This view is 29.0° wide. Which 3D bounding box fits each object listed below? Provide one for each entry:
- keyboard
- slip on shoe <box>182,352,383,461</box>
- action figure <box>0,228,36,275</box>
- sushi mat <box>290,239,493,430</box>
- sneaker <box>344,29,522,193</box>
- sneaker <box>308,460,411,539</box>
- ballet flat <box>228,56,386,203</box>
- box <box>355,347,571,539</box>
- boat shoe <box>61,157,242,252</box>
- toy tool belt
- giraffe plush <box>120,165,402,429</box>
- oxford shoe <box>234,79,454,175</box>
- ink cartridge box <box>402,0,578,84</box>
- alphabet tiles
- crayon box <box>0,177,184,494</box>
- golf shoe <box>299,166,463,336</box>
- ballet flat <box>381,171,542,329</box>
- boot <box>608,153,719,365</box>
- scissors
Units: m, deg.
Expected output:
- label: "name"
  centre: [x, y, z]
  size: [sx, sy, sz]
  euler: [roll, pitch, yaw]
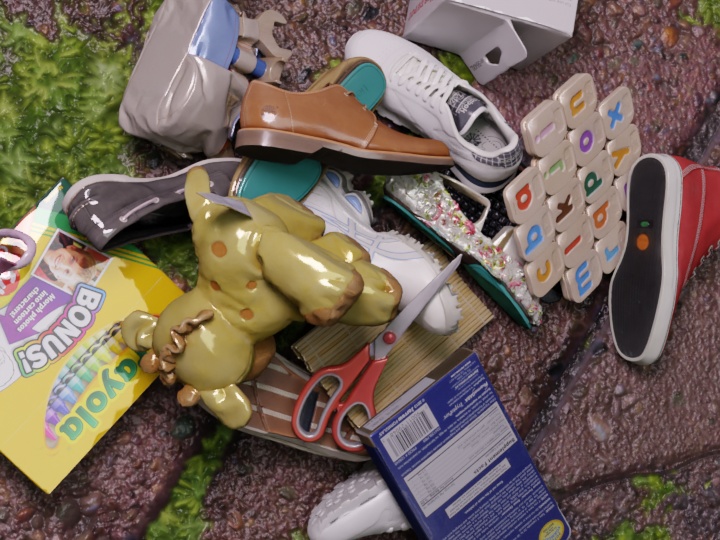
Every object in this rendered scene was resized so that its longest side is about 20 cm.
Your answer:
- label: "keyboard"
  centre: [0.130, -0.061, 1.302]
  size: [0.200, 0.040, 0.104]
  euler: [32, 77, -11]
- label: "slip on shoe"
  centre: [-0.070, 0.111, 1.203]
  size: [0.200, 0.061, 0.076]
  euler: [21, 75, -19]
- label: "action figure"
  centre: [-0.343, 0.067, 1.081]
  size: [0.149, 0.134, 0.200]
  euler: [-11, 104, -57]
- label: "sushi mat"
  centre: [0.032, 0.055, 1.237]
  size: [0.200, 0.012, 0.096]
  euler: [-37, 91, -37]
- label: "sneaker"
  centre: [0.068, -0.158, 1.260]
  size: [0.200, 0.081, 0.076]
  euler: [39, 79, 10]
- label: "sneaker"
  centre: [0.048, 0.196, 1.226]
  size: [0.200, 0.076, 0.081]
  euler: [-29, 100, -16]
- label: "ballet flat"
  centre: [-0.053, -0.112, 1.224]
  size: [0.200, 0.063, 0.069]
  euler: [-46, 118, -24]
- label: "box"
  centre: [0.091, 0.182, 1.187]
  size: [0.121, 0.032, 0.200]
  euler: [-36, 109, -20]
- label: "boat shoe"
  centre: [-0.157, -0.050, 1.173]
  size: [0.200, 0.067, 0.057]
  euler: [-12, 58, -45]
- label: "toy tool belt"
  centre: [-0.122, -0.187, 1.220]
  size: [0.123, 0.125, 0.200]
  euler: [31, 77, -48]
- label: "giraffe plush"
  centre: [-0.092, 0.032, 1.099]
  size: [0.200, 0.173, 0.162]
  euler: [20, 106, -42]
- label: "oxford shoe"
  centre: [-0.006, -0.120, 1.174]
  size: [0.200, 0.071, 0.071]
  euler: [9, 78, -27]
- label: "ink cartridge box"
  centre: [0.126, -0.283, 1.280]
  size: [0.125, 0.129, 0.200]
  euler: [13, 79, -14]
- label: "alphabet tiles"
  centre: [0.199, -0.074, 1.275]
  size: [0.196, 0.015, 0.200]
  euler: [-42, 128, -32]
- label: "crayon box"
  centre: [-0.257, 0.055, 1.168]
  size: [0.173, 0.058, 0.200]
  euler: [44, 74, -7]
- label: "golf shoe"
  centre: [0.000, 0.000, 1.207]
  size: [0.097, 0.078, 0.200]
  euler: [-33, 59, -25]
- label: "ballet flat"
  centre: [0.106, -0.030, 1.264]
  size: [0.200, 0.076, 0.064]
  euler: [42, 85, -14]
- label: "boot"
  centre: [0.316, -0.006, 1.337]
  size: [0.144, 0.072, 0.200]
  euler: [5, 96, -36]
- label: "scissors"
  centre: [0.011, 0.062, 1.155]
  size: [0.073, 0.014, 0.200]
  euler: [26, 100, -4]
